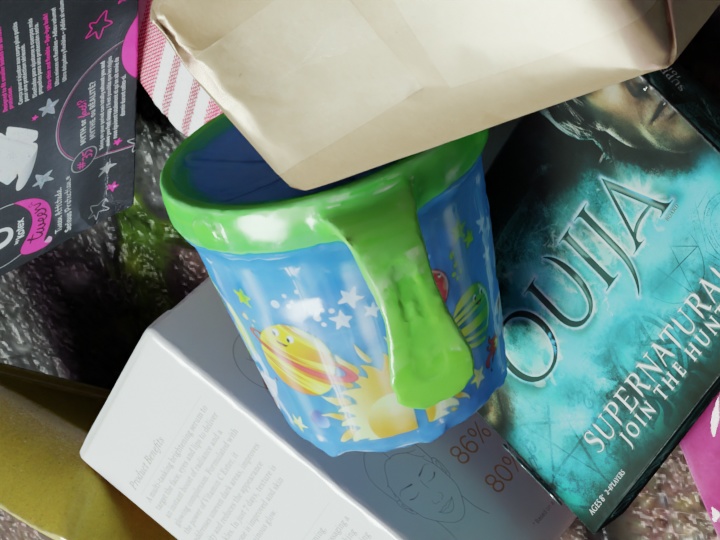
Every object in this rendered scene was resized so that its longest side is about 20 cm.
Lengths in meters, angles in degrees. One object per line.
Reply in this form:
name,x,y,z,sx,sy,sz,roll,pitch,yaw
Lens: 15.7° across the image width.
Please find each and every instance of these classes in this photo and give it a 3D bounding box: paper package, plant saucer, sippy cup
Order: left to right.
plant saucer,-0.134,0.095,1.324,0.200,0.200,0.048,24,93,40
sippy cup,0.000,0.000,1.078,0.140,0.178,0.130,-6,116,24
paper package,0.055,-0.139,0.973,0.200,0.191,0.104,-17,115,47

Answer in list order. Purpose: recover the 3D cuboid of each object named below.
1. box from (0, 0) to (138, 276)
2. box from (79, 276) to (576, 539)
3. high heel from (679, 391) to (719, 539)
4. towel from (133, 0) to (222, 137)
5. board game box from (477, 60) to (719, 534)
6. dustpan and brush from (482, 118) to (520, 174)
box,-0.184,-0.106,1.194,0.132,0.115,0.200,49,154,25
box,0.000,0.080,1.216,0.200,0.152,0.106,39,136,7
high heel,0.163,0.114,1.172,0.096,0.067,0.200,16,126,15
towel,-0.090,-0.154,1.168,0.200,0.030,0.146,49,140,25
board game box,0.102,0.003,1.093,0.135,0.028,0.200,46,135,16
dustpan and brush,-0.018,-0.086,1.184,0.200,0.057,0.140,30,129,7
